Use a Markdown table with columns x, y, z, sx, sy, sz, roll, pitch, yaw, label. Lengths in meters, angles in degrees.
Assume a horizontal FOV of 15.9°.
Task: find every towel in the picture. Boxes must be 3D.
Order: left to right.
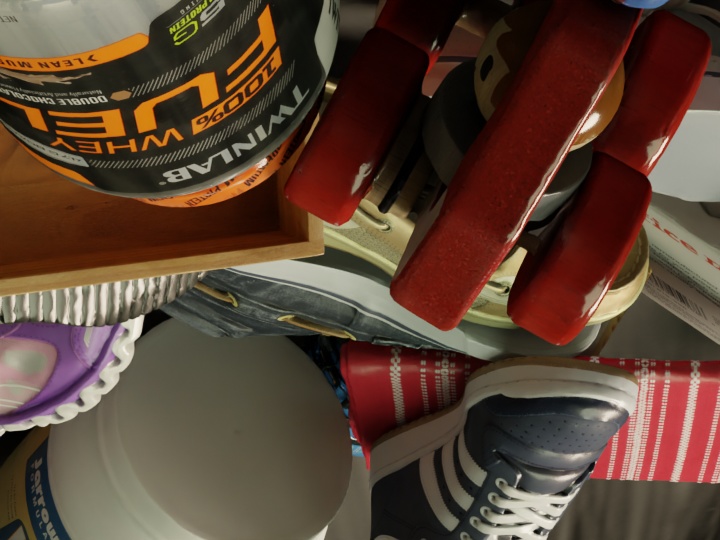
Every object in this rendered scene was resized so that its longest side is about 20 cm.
| x | y | z | sx | sy | sz | roll | pitch | yaw | label |
| --- | --- | --- | --- | --- | --- | --- | --- | --- | --- |
| 0.090 | 0.064 | 1.174 | 0.198 | 0.023 | 0.145 | 2 | 158 | 5 | towel |

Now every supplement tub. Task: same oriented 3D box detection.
| x | y | z | sx | sy | sz | roll | pitch | yaw | label |
| --- | --- | --- | --- | --- | --- | --- | --- | --- | --- |
| -0.075 | -0.098 | 0.786 | 0.122 | 0.123 | 0.200 | -19 | 158 | 5 | supplement tub |
| -0.102 | 0.119 | 1.254 | 0.144 | 0.146 | 0.200 | -3 | 154 | -32 | supplement tub |

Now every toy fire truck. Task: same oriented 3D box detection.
| x | y | z | sx | sy | sz | roll | pitch | yaw | label |
| --- | --- | --- | --- | --- | --- | --- | --- | --- | --- |
| 0.067 | -0.083 | 0.853 | 0.112 | 0.201 | 0.168 | 28 | 136 | -2 | toy fire truck |

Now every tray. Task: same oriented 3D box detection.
| x | y | z | sx | sy | sz | roll | pitch | yaw | label |
| --- | --- | --- | --- | --- | --- | --- | --- | --- | --- |
| -0.112 | -0.045 | 0.919 | 0.199 | 0.100 | 0.037 | -8 | -169 | -25 | tray |

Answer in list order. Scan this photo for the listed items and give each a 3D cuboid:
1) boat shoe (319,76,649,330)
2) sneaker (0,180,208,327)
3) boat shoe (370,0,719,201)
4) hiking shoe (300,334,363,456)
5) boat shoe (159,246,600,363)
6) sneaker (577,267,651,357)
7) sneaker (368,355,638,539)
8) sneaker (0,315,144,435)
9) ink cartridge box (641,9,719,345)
| x | y | z | sx | sy | sz | roll | pitch | yaw | label |
| --- | --- | --- | --- | --- | --- | --- | --- | --- | --- |
| 0.038 | -0.030 | 1.036 | 0.200 | 0.074 | 0.063 | 23 | 157 | -21 | boat shoe |
| -0.146 | -0.021 | 0.985 | 0.199 | 0.089 | 0.075 | -10 | 127 | -27 | sneaker |
| 0.099 | -0.082 | 1.006 | 0.200 | 0.087 | 0.075 | 4 | 154 | -7 | boat shoe |
| -0.001 | 0.057 | 1.278 | 0.086 | 0.075 | 0.200 | -20 | 158 | 3 | hiking shoe |
| 0.000 | 0.000 | 1.106 | 0.199 | 0.071 | 0.091 | 18 | 155 | -13 | boat shoe |
| 0.065 | 0.000 | 1.215 | 0.075 | 0.090 | 0.200 | -55 | -172 | -17 | sneaker |
| 0.058 | 0.110 | 1.115 | 0.070 | 0.109 | 0.200 | 14 | 157 | -21 | sneaker |
| -0.171 | 0.031 | 1.090 | 0.088 | 0.081 | 0.200 | 15 | 143 | -41 | sneaker |
| 0.183 | -0.016 | 1.132 | 0.083 | 0.146 | 0.200 | -52 | 158 | -5 | ink cartridge box |
